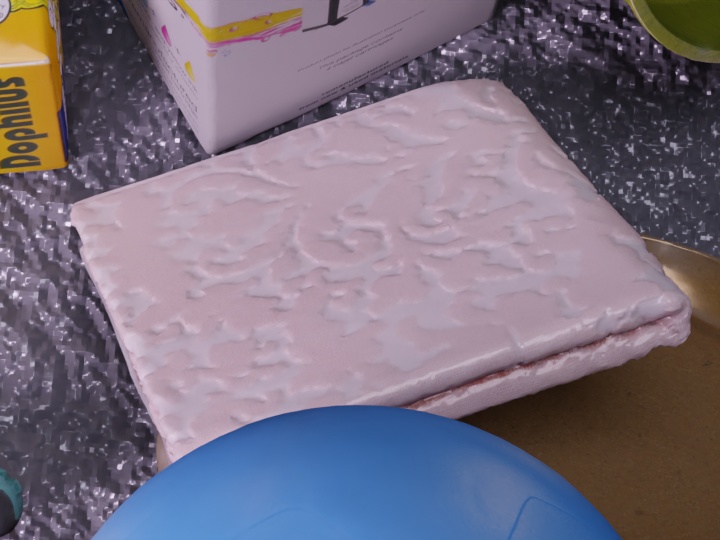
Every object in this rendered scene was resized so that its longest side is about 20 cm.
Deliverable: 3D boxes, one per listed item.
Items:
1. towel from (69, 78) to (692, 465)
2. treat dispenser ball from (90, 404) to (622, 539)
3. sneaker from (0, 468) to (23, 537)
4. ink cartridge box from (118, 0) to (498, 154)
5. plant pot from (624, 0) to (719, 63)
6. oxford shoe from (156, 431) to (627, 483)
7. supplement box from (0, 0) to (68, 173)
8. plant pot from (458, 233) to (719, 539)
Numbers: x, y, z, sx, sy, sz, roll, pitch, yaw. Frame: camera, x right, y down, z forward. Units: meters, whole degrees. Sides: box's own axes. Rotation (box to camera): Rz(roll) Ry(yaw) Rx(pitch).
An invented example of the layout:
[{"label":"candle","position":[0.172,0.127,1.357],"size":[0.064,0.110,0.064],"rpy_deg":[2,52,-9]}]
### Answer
[{"label":"towel","position":[0.000,0.000,0.787],"size":[0.191,0.032,0.200],"rpy_deg":[-19,33,-8]},{"label":"treat dispenser ball","position":[-0.001,0.141,0.637],"size":[0.200,0.201,0.201],"rpy_deg":[1,71,-4]},{"label":"sneaker","position":[-0.221,0.118,0.779],"size":[0.200,0.078,0.091],"rpy_deg":[-10,88,-4]},{"label":"ink cartridge box","position":[-0.030,-0.168,0.812],"size":[0.145,0.200,0.147],"rpy_deg":[-27,75,-12]},{"label":"plant pot","position":[0.117,-0.216,0.841],"size":[0.200,0.201,0.193],"rpy_deg":[-36,50,-15]},{"label":"oxford shoe","position":[0.019,0.067,0.805],"size":[0.200,0.070,0.075],"rpy_deg":[2,66,-5]},{"label":"supplement box","position":[-0.178,-0.148,0.843],"size":[0.109,0.109,0.200],"rpy_deg":[-4,72,-5]},{"label":"plant pot","position":[0.098,0.049,0.791],"size":[0.200,0.028,0.200],"rpy_deg":[6,35,-4]}]
